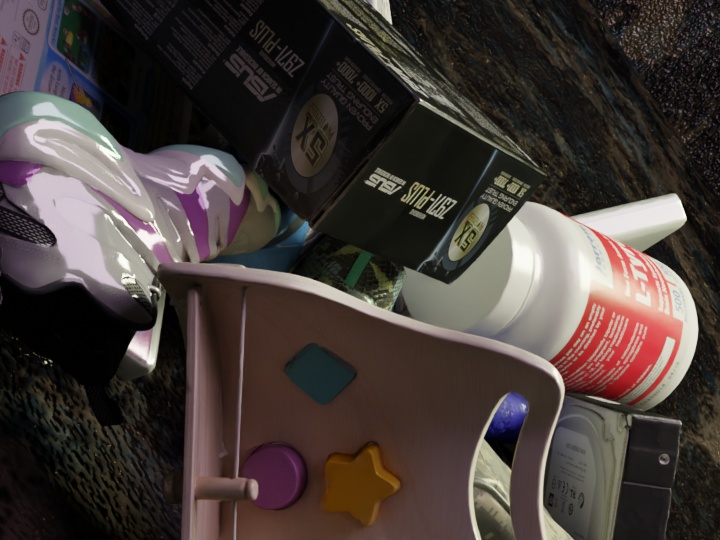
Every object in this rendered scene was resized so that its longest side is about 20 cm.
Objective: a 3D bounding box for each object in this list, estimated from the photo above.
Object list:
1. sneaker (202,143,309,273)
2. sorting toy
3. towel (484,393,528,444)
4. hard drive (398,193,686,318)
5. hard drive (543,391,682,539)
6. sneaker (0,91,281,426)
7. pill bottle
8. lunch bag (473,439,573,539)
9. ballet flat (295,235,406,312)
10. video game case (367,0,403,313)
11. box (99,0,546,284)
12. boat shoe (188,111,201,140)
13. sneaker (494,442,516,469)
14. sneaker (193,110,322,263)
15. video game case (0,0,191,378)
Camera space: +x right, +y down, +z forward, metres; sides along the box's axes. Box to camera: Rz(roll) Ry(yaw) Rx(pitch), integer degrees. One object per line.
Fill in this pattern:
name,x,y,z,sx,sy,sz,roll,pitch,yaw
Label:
sneaker,-0.050,-0.064,1.090,0.066,0.079,0.200,13,38,1
sorting toy,0.001,0.100,0.829,0.107,0.180,0.200,2,90,-82
towel,0.036,0.076,1.142,0.148,0.050,0.200,23,2,23
hard drive,0.114,-0.004,1.288,0.200,0.132,0.026,-14,77,-27
hard drive,0.133,0.177,1.080,0.038,0.200,0.140,8,1,-13
sneaker,-0.111,0.007,0.872,0.200,0.078,0.140,14,63,-47
pill bottle,0.119,0.021,1.160,0.200,0.112,0.112,21,39,-47
lunch bag,0.035,0.150,0.986,0.200,0.139,0.168,47,10,-33
ballet flat,0.000,0.000,1.098,0.074,0.074,0.200,55,-1,-5
video game case,0.010,-0.103,1.200,0.182,0.024,0.200,80,8,-53
box,-0.019,-0.099,0.987,0.200,0.086,0.164,47,12,27
boat shoe,-0.143,-0.104,1.079,0.200,0.063,0.073,61,19,12
sneaker,0.099,0.075,1.373,0.114,0.075,0.200,37,21,-42
sneaker,-0.071,-0.059,1.195,0.115,0.075,0.200,41,20,-3
video game case,-0.161,-0.070,0.941,0.182,0.024,0.200,40,40,-40
